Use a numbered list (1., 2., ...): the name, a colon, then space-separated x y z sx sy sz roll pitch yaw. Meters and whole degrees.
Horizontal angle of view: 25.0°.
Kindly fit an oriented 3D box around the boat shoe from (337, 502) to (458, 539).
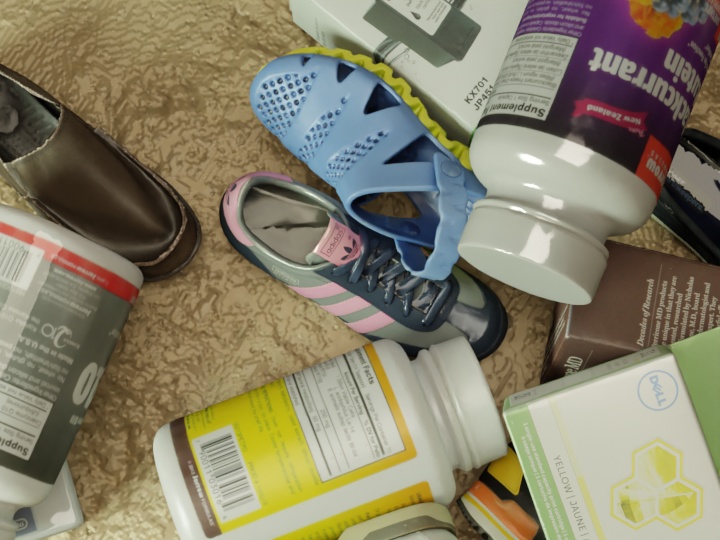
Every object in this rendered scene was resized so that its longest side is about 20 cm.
1. boat shoe: -0.030 0.203 0.940 0.199 0.075 0.069 -24 58 2

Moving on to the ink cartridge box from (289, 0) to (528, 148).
1. ink cartridge box: 0.071 -0.165 1.038 0.200 0.083 0.147 38 83 6

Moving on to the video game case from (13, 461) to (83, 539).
1. video game case: -0.295 0.105 1.028 0.199 0.023 0.183 -18 81 -2

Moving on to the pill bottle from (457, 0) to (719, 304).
1. pill bottle: 0.129 -0.088 0.926 0.111 0.111 0.201 22 81 4

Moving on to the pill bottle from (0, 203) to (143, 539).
1. pill bottle: -0.218 0.070 0.966 0.113 0.114 0.201 22 82 4

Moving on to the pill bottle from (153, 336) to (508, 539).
1. pill bottle: -0.016 0.111 0.981 0.199 0.109 0.110 -21 81 -3

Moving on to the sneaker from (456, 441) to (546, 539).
1. sneaker: 0.158 0.177 0.989 0.200 0.070 0.090 39 86 8

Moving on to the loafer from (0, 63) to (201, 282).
1. loafer: -0.190 -0.064 1.029 0.200 0.071 0.073 35 83 5

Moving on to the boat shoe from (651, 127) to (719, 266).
1. boat shoe: 0.252 -0.024 1.026 0.200 0.062 0.075 37 81 4

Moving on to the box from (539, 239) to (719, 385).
1. box: 0.217 0.049 0.989 0.199 0.100 0.075 15 68 3

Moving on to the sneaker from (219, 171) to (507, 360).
1. sneaker: 0.000 0.000 1.012 0.199 0.082 0.070 24 82 4

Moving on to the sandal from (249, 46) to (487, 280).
1. sandal: 0.013 -0.063 0.985 0.200 0.080 0.087 34 42 11

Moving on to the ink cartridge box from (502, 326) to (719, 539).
1. ink cartridge box: 0.197 0.110 0.916 0.199 0.048 0.146 -20 94 8
